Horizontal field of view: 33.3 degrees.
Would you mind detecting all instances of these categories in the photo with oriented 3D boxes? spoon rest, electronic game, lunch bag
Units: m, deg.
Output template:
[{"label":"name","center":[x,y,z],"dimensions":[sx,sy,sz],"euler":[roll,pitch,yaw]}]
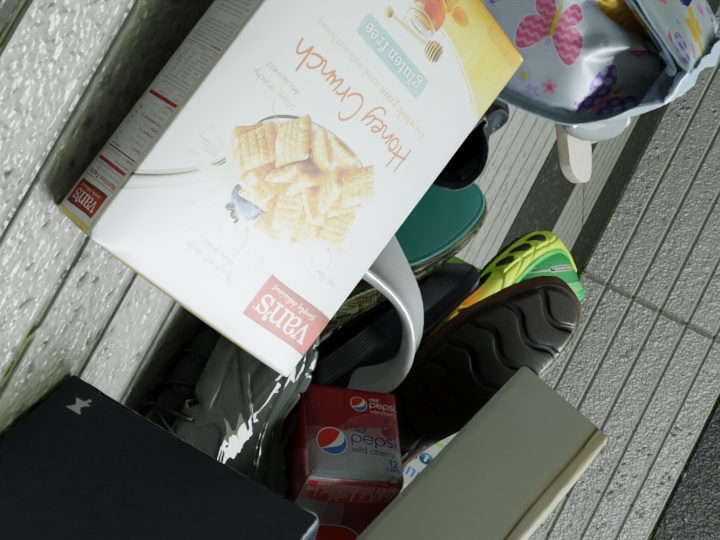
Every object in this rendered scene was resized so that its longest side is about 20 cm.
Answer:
[{"label":"spoon rest","center":[-0.004,-0.013,0.721],"dimensions":[0.100,0.060,0.202],"euler":[-65,143,-57]},{"label":"electronic game","center":[0.005,0.058,0.889],"dimensions":[0.199,0.042,0.200],"euler":[-36,-179,1]},{"label":"lunch bag","center":[0.128,-0.174,0.756],"dimensions":[0.169,0.199,0.128],"euler":[-37,151,-57]}]

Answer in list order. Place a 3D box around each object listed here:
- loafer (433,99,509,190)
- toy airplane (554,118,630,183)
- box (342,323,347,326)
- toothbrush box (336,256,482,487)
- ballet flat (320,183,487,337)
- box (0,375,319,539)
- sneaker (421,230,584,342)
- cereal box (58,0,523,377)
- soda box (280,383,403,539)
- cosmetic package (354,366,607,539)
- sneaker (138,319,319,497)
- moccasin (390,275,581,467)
[{"label":"loafer","center":[0.050,-0.082,0.755],"dimensions":[0.068,0.071,0.200],"euler":[-39,172,26]},{"label":"toy airplane","center":[0.176,-0.205,0.974],"dimensions":[0.201,0.139,0.201],"euler":[67,31,-43]},{"label":"box","center":[0.029,-0.071,0.911],"dimensions":[0.136,0.037,0.202],"euler":[-38,151,-59]},{"label":"toothbrush box","center":[0.048,0.090,1.042],"dimensions":[0.201,0.145,0.086],"euler":[-57,165,-18]},{"label":"ballet flat","center":[0.000,0.000,0.822],"dimensions":[0.199,0.068,0.076],"euler":[-31,158,-27]},{"label":"box","center":[-0.123,0.183,0.605],"dimensions":[0.107,0.147,0.202],"euler":[-46,157,-49]},{"label":"sneaker","center":[0.094,0.058,0.913],"dimensions":[0.200,0.084,0.074],"euler":[-43,-174,-5]},{"label":"cereal box","center":[-0.024,-0.066,0.556],"dimensions":[0.201,0.039,0.144],"euler":[-54,134,-4]},{"label":"soda box","center":[-0.035,0.160,0.776],"dimensions":[0.201,0.063,0.071],"euler":[116,-23,-43]},{"label":"cosmetic package","center":[0.054,0.162,0.728],"dimensions":[0.200,0.073,0.104],"euler":[-42,163,-30]},{"label":"sneaker","center":[-0.082,0.070,0.699],"dimensions":[0.090,0.076,0.203],"euler":[5,95,-34]},{"label":"moccasin","center":[0.067,0.073,0.834],"dimensions":[0.201,0.074,0.078],"euler":[-45,-176,18]}]
